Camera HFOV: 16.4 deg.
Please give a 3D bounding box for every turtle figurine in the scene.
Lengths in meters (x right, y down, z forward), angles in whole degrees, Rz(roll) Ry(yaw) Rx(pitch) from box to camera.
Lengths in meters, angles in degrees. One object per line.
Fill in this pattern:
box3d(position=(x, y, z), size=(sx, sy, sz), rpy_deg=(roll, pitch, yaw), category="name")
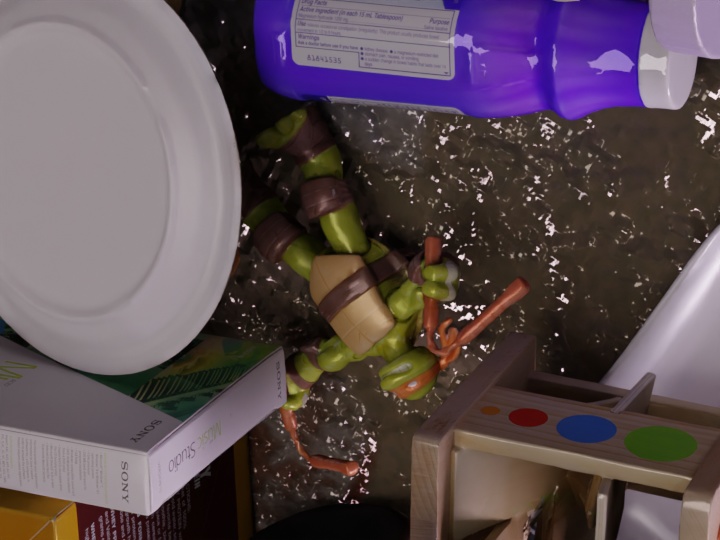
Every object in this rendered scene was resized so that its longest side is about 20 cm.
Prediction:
box3d(position=(0.000, 0.000, 1.225), size=(0.162, 0.064, 0.200), rpy_deg=(56, 139, 6), category="turtle figurine")

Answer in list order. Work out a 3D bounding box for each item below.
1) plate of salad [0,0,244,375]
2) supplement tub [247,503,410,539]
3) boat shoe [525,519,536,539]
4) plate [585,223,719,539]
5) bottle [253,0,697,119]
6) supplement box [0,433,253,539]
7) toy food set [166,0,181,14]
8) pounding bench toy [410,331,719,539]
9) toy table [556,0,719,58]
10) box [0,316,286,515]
box3d(position=(-0.126, -0.050, 1.182), size=(0.200, 0.048, 0.201), rpy_deg=(11, 108, 37), category="plate of salad")
box3d(position=(0.000, 0.231, 1.306), size=(0.107, 0.107, 0.201), rpy_deg=(-3, 111, 26), category="supplement tub")
box3d(position=(0.107, 0.210, 1.273), size=(0.068, 0.057, 0.201), rpy_deg=(-22, 102, 32), category="boat shoe")
box3d(position=(0.204, 0.098, 1.192), size=(0.199, 0.032, 0.200), rpy_deg=(38, 122, 5), category="plate")
box3d(position=(0.053, -0.106, 1.142), size=(0.199, 0.084, 0.066), rpy_deg=(8, 115, 24), category="bottle")
box3d(position=(-0.157, 0.159, 1.292), size=(0.132, 0.200, 0.198), rpy_deg=(8, 115, 23), category="supplement box")
box3d(position=(-0.149, -0.077, 1.257), size=(0.198, 0.049, 0.201), rpy_deg=(-25, 85, 39), category="toy food set")
box3d(position=(0.103, 0.134, 1.117), size=(0.155, 0.200, 0.125), rpy_deg=(11, 115, 22), category="pounding bench toy")
box3d(position=(0.116, -0.178, 1.016), size=(0.117, 0.200, 0.184), rpy_deg=(13, 128, 23), category="toy table")
box3d(position=(-0.155, 0.061, 1.216), size=(0.199, 0.144, 0.036), rpy_deg=(9, 112, 22), category="box")
